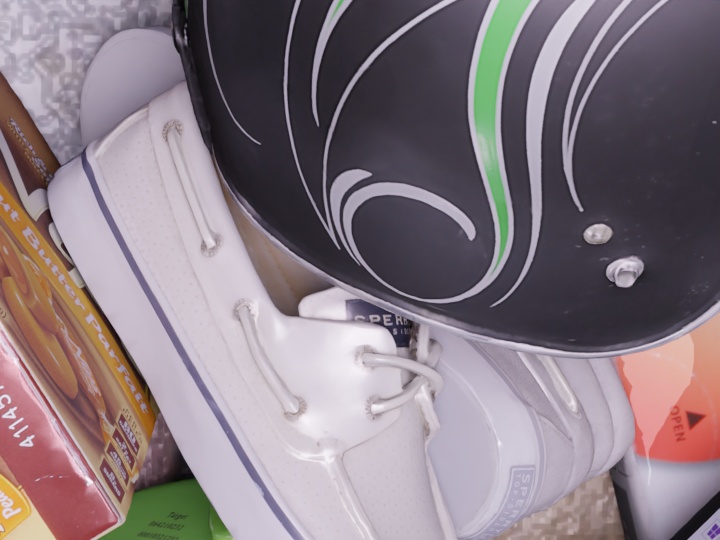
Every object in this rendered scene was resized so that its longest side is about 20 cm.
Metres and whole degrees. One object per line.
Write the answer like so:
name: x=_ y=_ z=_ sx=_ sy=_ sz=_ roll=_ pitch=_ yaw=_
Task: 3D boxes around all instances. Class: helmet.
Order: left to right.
helmet: x=0.053 y=-0.096 z=0.728 sx=0.199 sy=0.201 sz=0.192 roll=10 pitch=124 yaw=-10

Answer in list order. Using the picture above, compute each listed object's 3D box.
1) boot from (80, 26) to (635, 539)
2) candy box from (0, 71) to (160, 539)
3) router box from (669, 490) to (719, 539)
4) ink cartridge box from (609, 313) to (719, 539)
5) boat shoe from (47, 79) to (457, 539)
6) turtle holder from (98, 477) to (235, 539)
boot: x=0.000 y=0.000 z=0.864 sx=0.200 sy=0.095 sz=0.074 roll=50 pitch=120 yaw=17
candy box: x=-0.109 y=0.010 z=0.776 sx=0.055 sy=0.200 sz=0.116 roll=-30 pitch=99 yaw=6
router box: x=0.110 y=0.169 z=0.859 sx=0.200 sy=0.052 sz=0.157 roll=-44 pitch=131 yaw=2
ink cartridge box: x=0.175 y=0.027 z=0.902 sx=0.199 sy=0.050 sz=0.163 roll=-14 pitch=98 yaw=-4
boat shoe: x=-0.012 y=0.031 z=0.780 sx=0.070 sy=0.071 sz=0.201 roll=-39 pitch=70 yaw=18
turtle holder: x=-0.061 y=0.132 z=0.843 sx=0.140 sy=0.186 sz=0.132 roll=-14 pitch=114 yaw=28
